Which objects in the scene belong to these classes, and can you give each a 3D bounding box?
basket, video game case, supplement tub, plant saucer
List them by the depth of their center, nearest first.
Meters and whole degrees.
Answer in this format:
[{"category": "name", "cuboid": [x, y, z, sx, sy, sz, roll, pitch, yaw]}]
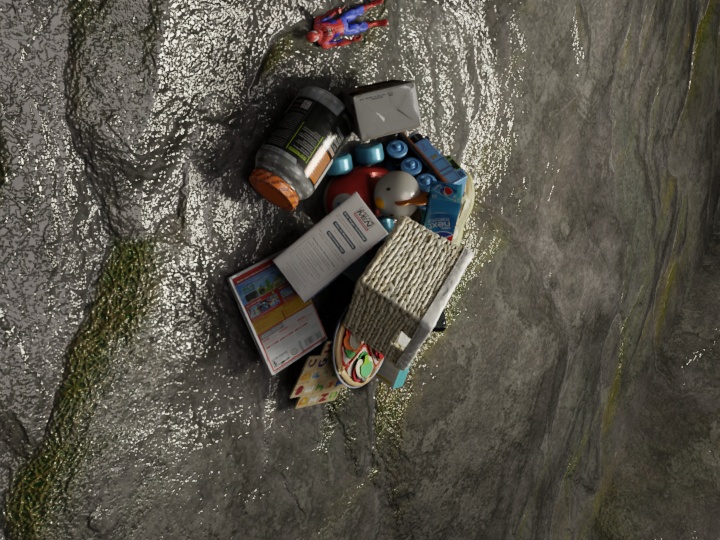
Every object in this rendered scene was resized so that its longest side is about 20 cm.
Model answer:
[{"category": "supplement tub", "cuboid": [-0.108, -0.217, 0.985, 0.123, 0.121, 0.202, 45, 70, -39]}, {"category": "basket", "cuboid": [0.084, 0.045, 1.043, 0.201, 0.159, 0.199, -56, 172, -33]}, {"category": "video game case", "cuboid": [-0.155, 0.076, 1.047, 0.142, 0.017, 0.203, -29, 104, -34]}, {"category": "plant saucer", "cuboid": [0.000, 0.000, 1.141, 0.200, 0.019, 0.071, 37, 45, -57]}]

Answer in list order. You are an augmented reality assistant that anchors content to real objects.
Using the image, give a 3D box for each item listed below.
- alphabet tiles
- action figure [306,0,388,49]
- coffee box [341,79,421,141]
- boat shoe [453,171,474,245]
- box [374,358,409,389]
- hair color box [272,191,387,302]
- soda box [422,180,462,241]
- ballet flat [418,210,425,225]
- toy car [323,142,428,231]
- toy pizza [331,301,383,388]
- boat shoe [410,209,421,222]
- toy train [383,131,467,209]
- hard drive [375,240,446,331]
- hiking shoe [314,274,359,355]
[{"category": "alphabet tiles", "cuboid": [-0.062, 0.216, 1.152, 0.198, 0.006, 0.168, 5, 117, -53]}, {"category": "action figure", "cuboid": [-0.013, -0.471, 1.033, 0.199, 0.098, 0.066, -34, 120, -29]}, {"category": "coffee box", "cuboid": [0.034, -0.305, 1.024, 0.111, 0.200, 0.081, -14, 111, -2]}, {"category": "boat shoe", "cuboid": [0.225, -0.145, 1.341, 0.062, 0.073, 0.204, 5, 104, -47]}, {"category": "box", "cuboid": [0.089, 0.160, 1.249, 0.049, 0.082, 0.203, 2, 112, -56]}, {"category": "hair color box", "cuboid": [-0.055, -0.042, 1.015, 0.199, 0.061, 0.101, -39, 89, -1]}, {"category": "soda box", "cuboid": [0.156, -0.078, 1.110, 0.068, 0.063, 0.202, -77, 174, -46]}, {"category": "ballet flat", "cuboid": [0.172, -0.148, 1.228, 0.074, 0.073, 0.203, 33, 68, -41]}, {"category": "toy car", "cuboid": [0.042, -0.146, 1.085, 0.175, 0.198, 0.188, -25, 116, -35]}, {"category": "toy pizza", "cuboid": [0.012, 0.149, 1.151, 0.199, 0.031, 0.204, -16, 110, -51]}, {"category": "boat shoe", "cuboid": [0.136, -0.046, 1.283, 0.070, 0.070, 0.204, 3, 100, -48]}, {"category": "toy train", "cuboid": [0.134, -0.217, 1.163, 0.113, 0.201, 0.087, -28, 154, -15]}, {"category": "hard drive", "cuboid": [0.108, 0.032, 1.187, 0.137, 0.033, 0.204, 2, 65, -12]}, {"category": "hiking shoe", "cuboid": [-0.031, 0.098, 1.160, 0.100, 0.075, 0.203, 27, 81, -39]}]
